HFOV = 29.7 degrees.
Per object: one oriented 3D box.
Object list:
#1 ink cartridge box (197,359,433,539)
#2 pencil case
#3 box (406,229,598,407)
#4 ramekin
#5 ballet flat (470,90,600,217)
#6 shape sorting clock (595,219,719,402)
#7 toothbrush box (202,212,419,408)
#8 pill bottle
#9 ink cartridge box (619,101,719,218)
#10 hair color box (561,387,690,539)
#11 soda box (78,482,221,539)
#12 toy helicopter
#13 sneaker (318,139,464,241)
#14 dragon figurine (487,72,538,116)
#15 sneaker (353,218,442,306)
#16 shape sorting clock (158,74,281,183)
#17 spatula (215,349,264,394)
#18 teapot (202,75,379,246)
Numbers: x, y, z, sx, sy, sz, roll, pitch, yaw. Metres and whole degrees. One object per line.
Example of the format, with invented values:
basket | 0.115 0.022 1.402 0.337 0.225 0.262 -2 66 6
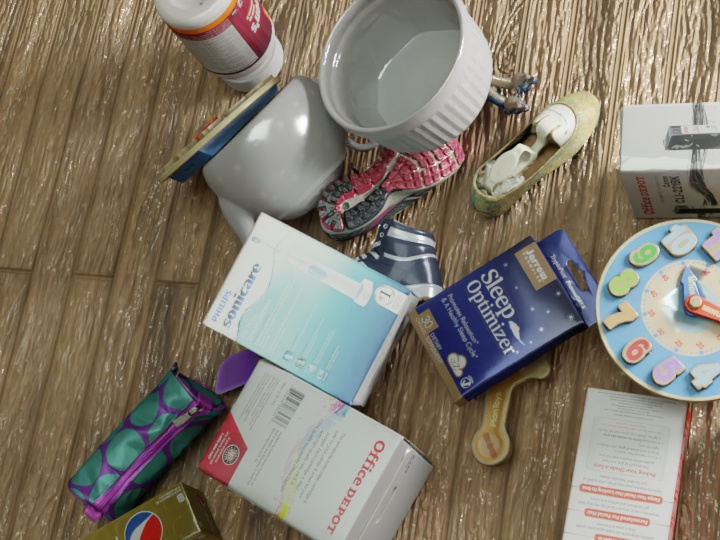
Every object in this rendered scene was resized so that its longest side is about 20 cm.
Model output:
ink cartridge box | -0.046 0.220 1.524 0.199 0.145 0.146 27 81 26
pencil case | -0.258 0.210 1.632 0.085 0.092 0.200 42 89 -16
box | 0.162 0.047 1.491 0.200 0.032 0.121 -32 64 8
ramekin | 0.060 -0.233 1.586 0.199 0.105 0.201 -15 63 32
ballet flat | 0.207 -0.145 1.614 0.200 0.071 0.071 -44 64 0
shape sorting clock | 0.348 0.039 1.424 0.199 0.039 0.201 -2 67 4
toothbrush box | -0.055 0.046 1.547 0.199 0.085 0.147 26 87 12
pill bottle | -0.174 -0.313 1.730 0.109 0.200 0.110 -6 69 17
ink cartridge box | 0.392 -0.120 1.497 0.199 0.144 0.084 1 72 19
hair color box | 0.284 0.235 1.453 0.110 0.064 0.201 7 72 20
soda box | -0.271 0.332 1.607 0.199 0.064 0.068 -30 64 7
toy helicopter | 0.151 0.120 1.533 0.132 0.079 0.201 5 76 22
sneaker | 0.035 -0.107 1.660 0.199 0.075 0.081 -30 73 -8
dragon figurine | 0.119 -0.225 1.676 0.199 0.099 0.059 3 72 40
sneaker | 0.000 0.000 1.630 0.199 0.070 0.109 -5 72 12
shape sorting clock | -0.178 -0.178 1.697 0.200 0.200 0.039 -45 99 -1
spatula | -0.083 0.110 1.645 0.199 0.021 0.057 -10 46 11
teapot | -0.084 -0.134 1.668 0.146 0.198 0.200 45 127 -8
